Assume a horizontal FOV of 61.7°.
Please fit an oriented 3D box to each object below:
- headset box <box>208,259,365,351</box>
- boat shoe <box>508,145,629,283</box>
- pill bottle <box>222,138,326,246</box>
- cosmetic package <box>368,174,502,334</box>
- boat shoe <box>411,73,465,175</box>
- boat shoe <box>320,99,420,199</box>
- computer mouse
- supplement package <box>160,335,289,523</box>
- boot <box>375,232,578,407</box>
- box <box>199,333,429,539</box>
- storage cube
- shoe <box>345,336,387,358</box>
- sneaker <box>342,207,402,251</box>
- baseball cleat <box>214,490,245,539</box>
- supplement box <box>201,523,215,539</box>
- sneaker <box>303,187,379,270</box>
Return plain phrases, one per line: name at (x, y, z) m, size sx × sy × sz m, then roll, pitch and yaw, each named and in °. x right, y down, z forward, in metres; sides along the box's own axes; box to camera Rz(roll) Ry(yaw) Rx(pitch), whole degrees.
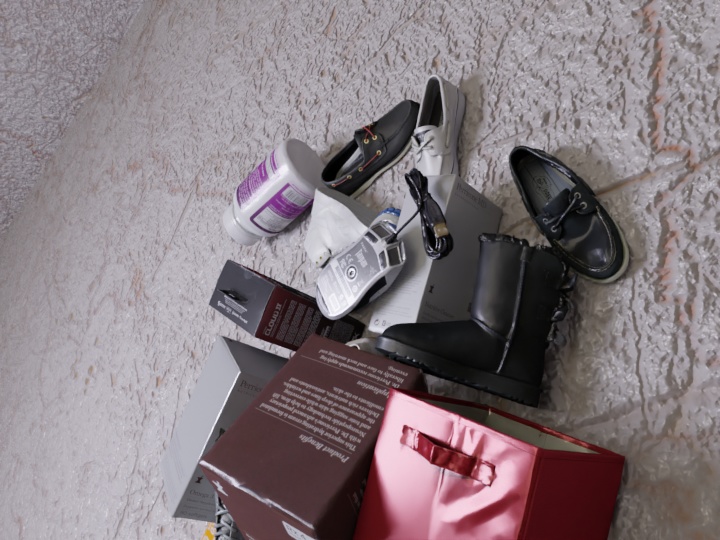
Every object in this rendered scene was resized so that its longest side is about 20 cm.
headset box at (-0.113, 0.061, 0.873) m, size 0.147 × 0.198 × 0.079 m, roll 22°, pitch 87°, yaw 48°
boat shoe at (0.223, -0.073, 0.674) m, size 0.074 × 0.065 × 0.203 m, roll -38°, pitch 48°, yaw 27°
pill bottle at (-0.157, -0.132, 1.079) m, size 0.199 × 0.111 × 0.114 m, roll -36°, pitch 49°, yaw 30°
cosmetic package at (0.095, -0.004, 0.747) m, size 0.080 × 0.111 × 0.205 m, roll 9°, pitch 81°, yaw 48°
boat shoe at (0.103, -0.182, 0.855) m, size 0.071 × 0.065 × 0.205 m, roll 0°, pitch 72°, yaw 46°
boat shoe at (0.018, -0.196, 0.960) m, size 0.201 × 0.062 × 0.075 m, roll -42°, pitch 44°, yaw 24°
computer mouse at (0.023, -0.016, 0.715) m, size 0.199 × 0.043 × 0.111 m, roll -41°, pitch 60°, yaw 25°
supplement package at (-0.165, 0.211, 0.793) m, size 0.204 × 0.115 × 0.117 m, roll -64°, pitch 30°, yaw 5°
boot at (0.127, 0.040, 0.646) m, size 0.193 × 0.073 × 0.166 m, roll 16°, pitch 79°, yaw 5°
box at (-0.030, 0.210, 0.656) m, size 0.163 × 0.167 × 0.200 m, roll 13°, pitch 45°, yaw 36°
storage cube at (0.113, 0.228, 0.556) m, size 0.169 × 0.197 × 0.185 m, roll 11°, pitch 85°, yaw 46°
shoe at (-0.051, 0.150, 0.812) m, size 0.199 × 0.053 × 0.071 m, roll -39°, pitch 70°, yaw 25°
sneaker at (0.000, 0.000, 0.822) m, size 0.086 × 0.076 × 0.201 m, roll -54°, pitch -2°, yaw -43°
baseball cleat at (-0.146, 0.305, 0.703) m, size 0.068 × 0.106 × 0.205 m, roll -2°, pitch 109°, yaw 28°
supplement box at (-0.147, 0.412, 0.840) m, size 0.199 × 0.073 × 0.129 m, roll 28°, pitch 93°, yaw 49°
sneaker at (-0.014, -0.038, 0.924) m, size 0.199 × 0.072 × 0.118 m, roll 36°, pitch 116°, yaw 42°
